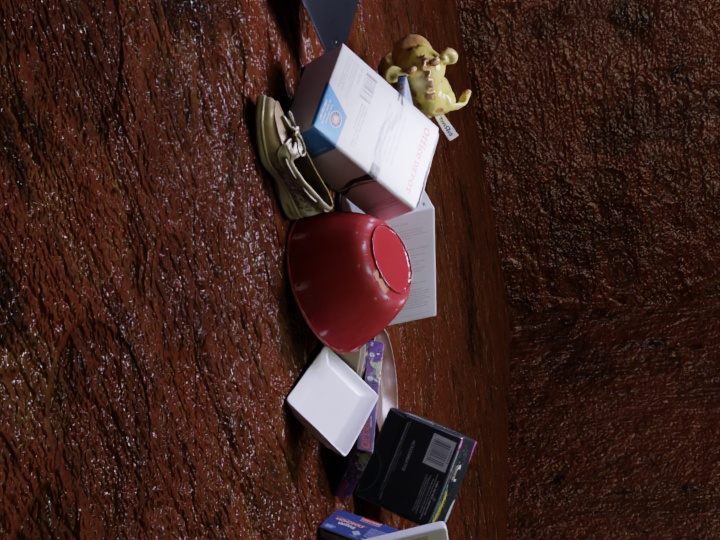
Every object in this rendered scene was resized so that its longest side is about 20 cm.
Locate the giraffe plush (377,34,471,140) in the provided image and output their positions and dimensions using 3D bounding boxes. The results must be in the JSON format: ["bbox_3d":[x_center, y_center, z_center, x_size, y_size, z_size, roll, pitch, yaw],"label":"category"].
[{"bbox_3d":[0.095,-0.334,2.110,0.173,0.199,0.163,-45,157,-11],"label":"giraffe plush"}]

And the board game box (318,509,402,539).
[{"bbox_3d":[0.034,0.454,1.656,0.062,0.197,0.203,-28,127,-58],"label":"board game box"}]

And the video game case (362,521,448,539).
[{"bbox_3d":[0.025,0.423,1.544,0.023,0.197,0.185,-122,-158,-71],"label":"video game case"}]

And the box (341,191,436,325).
[{"bbox_3d":[0.044,-0.026,1.860,0.098,0.122,0.203,-113,-164,-53],"label":"box"}]

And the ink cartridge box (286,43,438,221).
[{"bbox_3d":[0.001,-0.182,1.661,0.199,0.084,0.146,37,56,-29],"label":"ink cartridge box"}]

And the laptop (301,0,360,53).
[{"bbox_3d":[-0.076,-0.421,1.739,0.200,0.116,0.188,46,-7,27],"label":"laptop"}]

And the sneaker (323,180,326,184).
[{"bbox_3d":[-0.059,-0.198,1.724,0.093,0.070,0.201,36,60,-16],"label":"sneaker"}]

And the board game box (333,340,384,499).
[{"bbox_3d":[-0.002,0.214,1.769,0.202,0.032,0.121,-83,-173,-46],"label":"board game box"}]

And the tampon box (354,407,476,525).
[{"bbox_3d":[0.094,0.314,1.942,0.152,0.125,0.200,-67,164,-4],"label":"tampon box"}]

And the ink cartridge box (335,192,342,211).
[{"bbox_3d":[0.013,-0.163,1.956,0.044,0.092,0.203,67,22,-54],"label":"ink cartridge box"}]

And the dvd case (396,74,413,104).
[{"bbox_3d":[0.078,-0.203,2.006,0.202,0.017,0.144,-85,164,-44],"label":"dvd case"}]

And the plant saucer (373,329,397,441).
[{"bbox_3d":[0.027,0.195,2.013,0.200,0.034,0.204,-5,90,-77],"label":"plant saucer"}]

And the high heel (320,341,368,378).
[{"bbox_3d":[-0.018,0.066,1.782,0.143,0.070,0.203,-59,139,-72],"label":"high heel"}]

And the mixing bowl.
[{"bbox_3d":[0.000,0.000,1.647,0.200,0.107,0.203,36,43,-43],"label":"mixing bowl"}]

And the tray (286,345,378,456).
[{"bbox_3d":[-0.040,0.176,1.635,0.107,0.022,0.200,45,21,-3],"label":"tray"}]

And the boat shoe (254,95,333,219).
[{"bbox_3d":[-0.087,-0.147,1.560,0.201,0.062,0.074,69,21,-50],"label":"boat shoe"}]

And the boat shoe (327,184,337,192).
[{"bbox_3d":[-0.033,-0.215,1.826,0.074,0.064,0.202,-71,152,-54],"label":"boat shoe"}]
